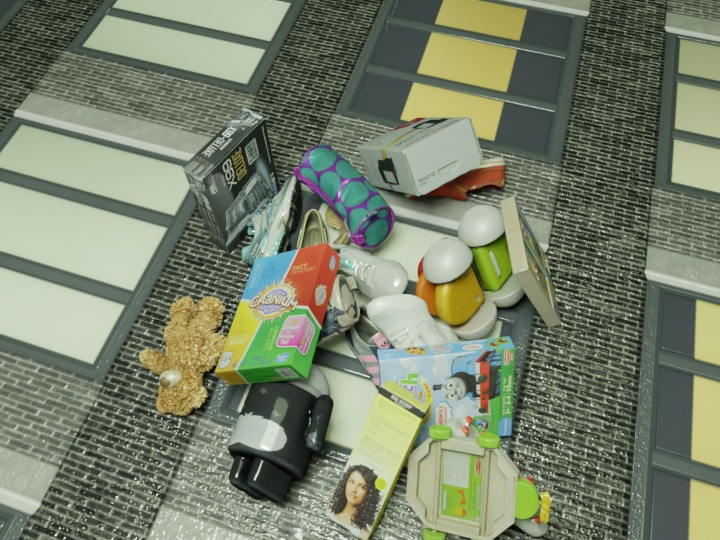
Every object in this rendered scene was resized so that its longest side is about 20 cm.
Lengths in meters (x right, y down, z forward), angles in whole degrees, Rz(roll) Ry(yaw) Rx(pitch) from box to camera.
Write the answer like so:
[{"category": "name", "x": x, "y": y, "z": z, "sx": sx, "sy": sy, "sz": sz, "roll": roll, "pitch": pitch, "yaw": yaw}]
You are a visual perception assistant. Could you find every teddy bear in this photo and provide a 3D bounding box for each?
[{"category": "teddy bear", "x": -0.281, "y": 0.125, "z": 1.035, "sx": 0.141, "sy": 0.067, "sz": 0.203, "roll": 16, "pitch": 59, "yaw": 13}]

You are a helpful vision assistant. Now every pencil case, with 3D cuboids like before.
[{"category": "pencil case", "x": -0.090, "y": 0.081, "z": 1.007, "sx": 0.197, "sy": 0.078, "sz": 0.091, "roll": -29, "pitch": 34, "yaw": 17}, {"category": "pencil case", "x": -0.028, "y": -0.131, "z": 1.124, "sx": 0.091, "sy": 0.086, "sz": 0.200, "roll": -29, "pitch": 57, "yaw": -20}]

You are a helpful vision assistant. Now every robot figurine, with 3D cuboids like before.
[{"category": "robot figurine", "x": -0.116, "y": 0.225, "z": 0.940, "sx": 0.146, "sy": 0.126, "sz": 0.204, "roll": 15, "pitch": 60, "yaw": 7}]

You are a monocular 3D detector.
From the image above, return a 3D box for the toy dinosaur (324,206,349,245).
[{"category": "toy dinosaur", "x": -0.016, "y": -0.112, "z": 1.181, "sx": 0.098, "sy": 0.059, "sz": 0.205, "roll": -1, "pitch": 58, "yaw": 2}]

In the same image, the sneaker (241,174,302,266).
[{"category": "sneaker", "x": -0.160, "y": -0.094, "z": 1.162, "sx": 0.084, "sy": 0.078, "sz": 0.204, "roll": 8, "pitch": 59, "yaw": 9}]

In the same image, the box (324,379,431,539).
[{"category": "box", "x": 0.024, "y": 0.261, "z": 0.894, "sx": 0.074, "sy": 0.050, "sz": 0.205, "roll": 24, "pitch": 97, "yaw": 17}]

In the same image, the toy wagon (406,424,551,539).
[{"category": "toy wagon", "x": 0.159, "y": 0.300, "z": 0.879, "sx": 0.194, "sy": 0.039, "sz": 0.160, "roll": 5, "pitch": 94, "yaw": 20}]

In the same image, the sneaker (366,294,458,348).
[{"category": "sneaker", "x": 0.088, "y": 0.106, "z": 0.973, "sx": 0.074, "sy": 0.198, "sz": 0.101, "roll": -33, "pitch": 38, "yaw": 32}]

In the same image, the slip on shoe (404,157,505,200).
[{"category": "slip on shoe", "x": 0.178, "y": -0.160, "z": 1.204, "sx": 0.194, "sy": 0.074, "sz": 0.063, "roll": -12, "pitch": 91, "yaw": 0}]

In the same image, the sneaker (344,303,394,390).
[{"category": "sneaker", "x": 0.040, "y": 0.138, "z": 1.012, "sx": 0.069, "sy": 0.083, "sz": 0.200, "roll": -34, "pitch": 64, "yaw": -21}]

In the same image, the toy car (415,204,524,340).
[{"category": "toy car", "x": 0.170, "y": 0.000, "z": 1.069, "sx": 0.199, "sy": 0.177, "sz": 0.149, "roll": -42, "pitch": 29, "yaw": -22}]

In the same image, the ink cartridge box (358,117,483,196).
[{"category": "ink cartridge box", "x": 0.104, "y": -0.210, "z": 1.162, "sx": 0.143, "sy": 0.085, "sz": 0.199, "roll": -28, "pitch": 21, "yaw": -16}]

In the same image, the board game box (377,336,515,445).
[{"category": "board game box", "x": 0.125, "y": 0.181, "z": 0.949, "sx": 0.194, "sy": 0.155, "sz": 0.037, "roll": -5, "pitch": 24, "yaw": -1}]

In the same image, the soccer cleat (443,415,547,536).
[{"category": "soccer cleat", "x": 0.185, "y": 0.300, "z": 0.928, "sx": 0.201, "sy": 0.078, "sz": 0.069, "roll": 48, "pitch": 30, "yaw": 9}]

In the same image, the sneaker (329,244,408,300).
[{"category": "sneaker", "x": 0.000, "y": 0.000, "z": 1.044, "sx": 0.199, "sy": 0.087, "sz": 0.077, "roll": 27, "pitch": 92, "yaw": 60}]

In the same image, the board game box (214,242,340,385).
[{"category": "board game box", "x": -0.120, "y": 0.064, "z": 0.952, "sx": 0.150, "sy": 0.040, "sz": 0.204, "roll": -12, "pitch": 49, "yaw": 33}]

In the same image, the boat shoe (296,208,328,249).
[{"category": "boat shoe", "x": -0.083, "y": -0.008, "z": 1.114, "sx": 0.071, "sy": 0.064, "sz": 0.205, "roll": 1, "pitch": 58, "yaw": 2}]

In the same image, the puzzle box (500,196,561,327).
[{"category": "puzzle box", "x": 0.275, "y": -0.009, "z": 1.038, "sx": 0.025, "sy": 0.200, "sz": 0.136, "roll": -17, "pitch": 55, "yaw": 23}]

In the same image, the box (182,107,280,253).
[{"category": "box", "x": -0.216, "y": -0.153, "z": 1.125, "sx": 0.049, "sy": 0.202, "sz": 0.159, "roll": 28, "pitch": 61, "yaw": 20}]
